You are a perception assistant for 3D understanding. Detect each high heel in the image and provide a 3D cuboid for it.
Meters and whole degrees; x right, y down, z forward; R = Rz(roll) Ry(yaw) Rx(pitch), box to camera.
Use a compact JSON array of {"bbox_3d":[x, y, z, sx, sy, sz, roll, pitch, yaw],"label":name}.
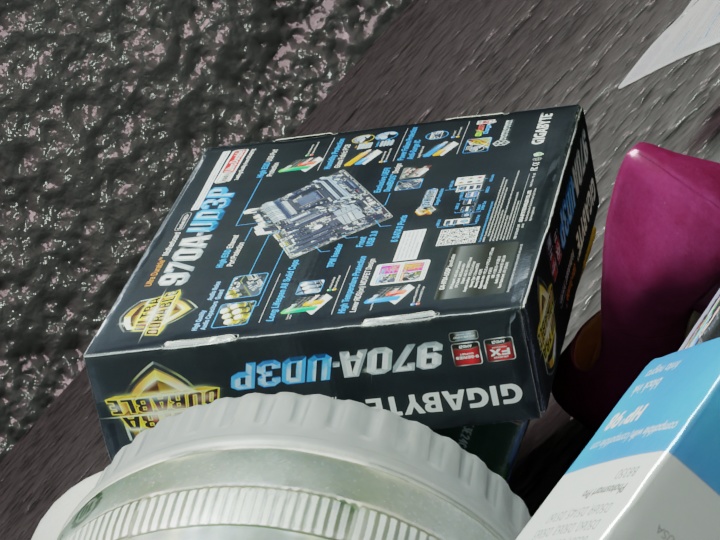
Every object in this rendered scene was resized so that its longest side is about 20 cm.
[{"bbox_3d":[0.102,0.002,1.065,0.067,0.096,0.200,-52,9,-27],"label":"high heel"}]

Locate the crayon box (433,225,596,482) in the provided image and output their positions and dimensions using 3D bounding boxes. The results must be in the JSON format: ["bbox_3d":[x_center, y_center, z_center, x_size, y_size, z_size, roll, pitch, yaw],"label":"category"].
[{"bbox_3d":[0.044,0.054,1.125,0.200,0.052,0.126,-64,-7,-60],"label":"crayon box"}]

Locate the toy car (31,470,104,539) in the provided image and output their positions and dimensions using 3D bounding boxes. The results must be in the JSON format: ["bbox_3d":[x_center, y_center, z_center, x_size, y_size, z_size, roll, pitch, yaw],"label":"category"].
[{"bbox_3d":[-0.062,0.181,0.992,0.200,0.175,0.150,-47,-28,10],"label":"toy car"}]

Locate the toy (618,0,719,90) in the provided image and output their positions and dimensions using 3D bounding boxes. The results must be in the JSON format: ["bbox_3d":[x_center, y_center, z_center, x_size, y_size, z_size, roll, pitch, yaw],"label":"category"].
[{"bbox_3d":[0.215,-0.134,1.278,0.115,0.047,0.200,-50,11,-32],"label":"toy"}]

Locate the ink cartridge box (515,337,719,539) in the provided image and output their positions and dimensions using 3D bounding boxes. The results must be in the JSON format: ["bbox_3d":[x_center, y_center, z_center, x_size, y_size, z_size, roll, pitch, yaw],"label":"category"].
[{"bbox_3d":[0.063,0.126,0.634,0.200,0.116,0.067,-51,9,-18],"label":"ink cartridge box"}]

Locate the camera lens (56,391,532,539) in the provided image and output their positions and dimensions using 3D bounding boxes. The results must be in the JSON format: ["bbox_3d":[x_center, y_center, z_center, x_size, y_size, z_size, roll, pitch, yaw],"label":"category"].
[{"bbox_3d":[-0.029,0.151,0.751,0.160,0.160,0.200,-42,21,36],"label":"camera lens"}]

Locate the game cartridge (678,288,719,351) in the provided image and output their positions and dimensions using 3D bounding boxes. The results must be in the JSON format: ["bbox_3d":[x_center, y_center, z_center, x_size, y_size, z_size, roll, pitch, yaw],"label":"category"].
[{"bbox_3d":[0.112,0.036,0.883,0.200,0.038,0.130,-60,-9,32],"label":"game cartridge"}]

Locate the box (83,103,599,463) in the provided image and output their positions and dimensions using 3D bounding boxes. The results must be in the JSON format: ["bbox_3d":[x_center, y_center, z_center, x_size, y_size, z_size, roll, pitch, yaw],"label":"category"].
[{"bbox_3d":[0.000,0.000,1.040,0.159,0.046,0.200,-7,23,13],"label":"box"}]
